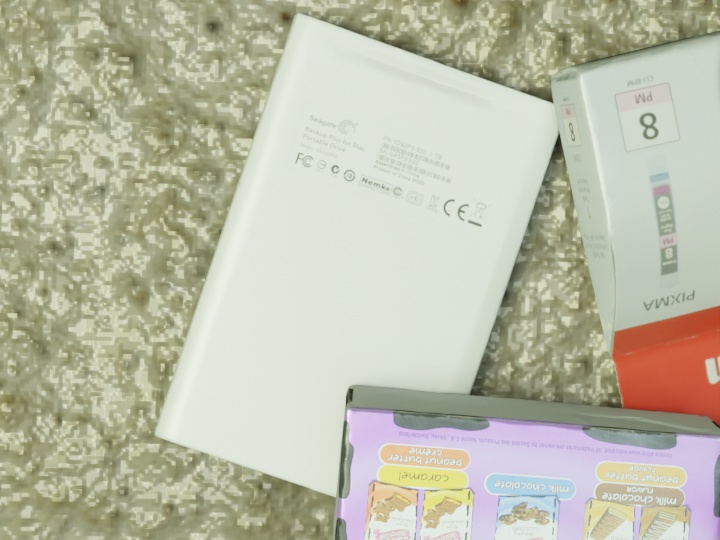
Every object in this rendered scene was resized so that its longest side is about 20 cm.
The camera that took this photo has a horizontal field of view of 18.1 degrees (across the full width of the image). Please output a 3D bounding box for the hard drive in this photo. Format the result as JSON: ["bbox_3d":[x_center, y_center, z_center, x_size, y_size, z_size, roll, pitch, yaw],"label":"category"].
[{"bbox_3d":[0.000,0.000,1.032,0.131,0.026,0.201,19,92,-6],"label":"hard drive"}]

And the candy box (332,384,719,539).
[{"bbox_3d":[0.067,0.160,0.994,0.166,0.072,0.202,5,95,-1],"label":"candy box"}]

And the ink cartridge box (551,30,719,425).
[{"bbox_3d":[0.186,-0.010,1.026,0.161,0.057,0.202,-14,92,-12],"label":"ink cartridge box"}]
